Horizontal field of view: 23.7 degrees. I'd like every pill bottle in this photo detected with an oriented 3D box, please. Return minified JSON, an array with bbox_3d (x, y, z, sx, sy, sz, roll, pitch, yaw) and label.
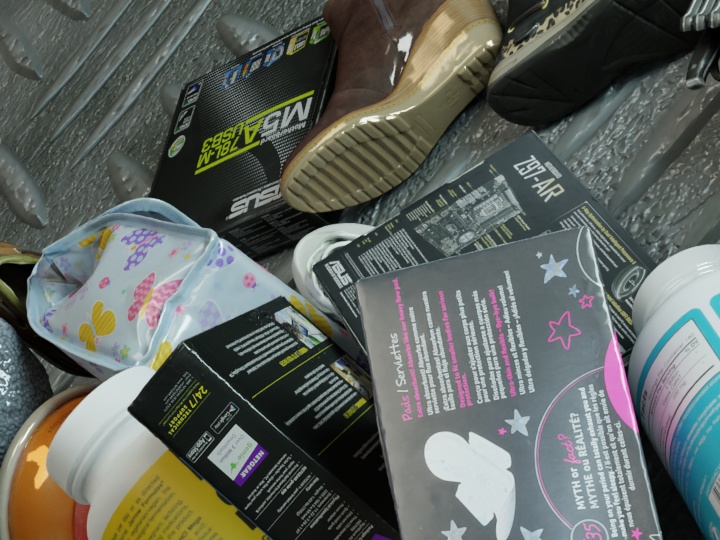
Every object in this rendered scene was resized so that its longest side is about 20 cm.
[{"bbox_3d":[-0.078,0.148,0.954,0.200,0.112,0.112,40,93,18],"label":"pill bottle"},{"bbox_3d":[0.192,0.071,0.785,0.111,0.111,0.200,-42,34,15],"label":"pill bottle"}]

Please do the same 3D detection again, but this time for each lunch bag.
[{"bbox_3d":[-0.112,0.041,1.132,0.200,0.170,0.127,11,68,55],"label":"lunch bag"}]

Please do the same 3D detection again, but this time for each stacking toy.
[{"bbox_3d":[-0.124,0.159,1.105,0.200,0.146,0.146,9,65,36],"label":"stacking toy"}]

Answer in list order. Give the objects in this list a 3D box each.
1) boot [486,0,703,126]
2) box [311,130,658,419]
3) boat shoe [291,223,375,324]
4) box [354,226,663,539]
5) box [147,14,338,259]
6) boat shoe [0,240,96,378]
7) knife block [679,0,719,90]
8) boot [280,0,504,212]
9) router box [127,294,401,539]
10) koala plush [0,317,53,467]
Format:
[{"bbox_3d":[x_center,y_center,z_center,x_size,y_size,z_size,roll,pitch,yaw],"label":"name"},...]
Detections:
[{"bbox_3d":[0.164,-0.195,1.109,0.200,0.073,0.151,-34,37,35],"label":"boot"},{"bbox_3d":[0.080,0.023,0.962,0.160,0.044,0.200,-32,41,-3],"label":"box"},{"bbox_3d":[0.000,0.000,1.127,0.074,0.067,0.200,-56,33,-6],"label":"boat shoe"},{"bbox_3d":[0.076,0.102,0.797,0.115,0.132,0.200,-12,69,7],"label":"box"},{"bbox_3d":[-0.085,-0.093,1.338,0.200,0.048,0.193,-19,44,41],"label":"box"},{"bbox_3d":[-0.205,0.035,1.234,0.068,0.200,0.072,2,75,46],"label":"boat shoe"},{"bbox_3d":[0.262,-0.161,0.977,0.200,0.176,0.064,-19,12,-38],"label":"knife block"},{"bbox_3d":[0.005,-0.142,1.242,0.200,0.072,0.166,-37,41,3],"label":"boot"},{"bbox_3d":[-0.026,0.089,0.918,0.051,0.149,0.200,-50,-6,12],"label":"router box"},{"bbox_3d":[-0.304,0.108,1.100,0.183,0.178,0.200,-3,11,5],"label":"koala plush"}]
